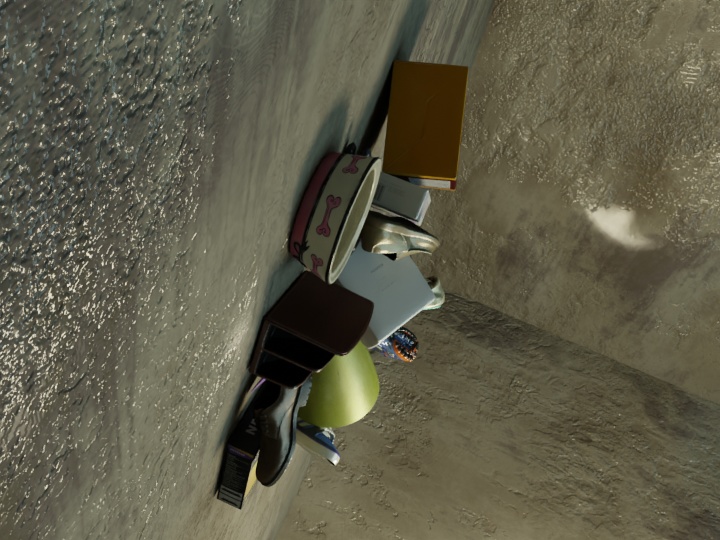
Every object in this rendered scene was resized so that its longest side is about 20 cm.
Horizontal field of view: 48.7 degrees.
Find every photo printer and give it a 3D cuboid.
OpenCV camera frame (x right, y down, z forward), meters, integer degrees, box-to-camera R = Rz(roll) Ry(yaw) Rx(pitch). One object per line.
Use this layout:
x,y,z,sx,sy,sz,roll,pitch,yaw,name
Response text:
0.021,0.012,1.417,0.166,0.201,0.069,-34,-178,-30,photo printer

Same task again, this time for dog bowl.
-0.039,-0.085,1.179,0.200,0.073,0.202,22,90,-84,dog bowl

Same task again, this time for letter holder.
-0.069,0.103,1.270,0.200,0.141,0.101,-56,167,-64,letter holder

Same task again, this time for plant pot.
-0.061,0.166,1.526,0.201,0.186,0.188,85,24,-45,plant pot

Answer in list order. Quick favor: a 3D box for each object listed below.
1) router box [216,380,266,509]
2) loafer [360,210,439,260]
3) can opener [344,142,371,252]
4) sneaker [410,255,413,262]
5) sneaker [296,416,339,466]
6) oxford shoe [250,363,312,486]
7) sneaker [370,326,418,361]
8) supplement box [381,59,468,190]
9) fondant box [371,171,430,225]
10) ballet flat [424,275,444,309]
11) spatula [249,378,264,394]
-0.180,0.293,1.405,0.200,0.052,0.158,-61,170,-50,router box
0.062,-0.054,1.374,0.199,0.076,0.068,14,107,-49,loafer
-0.024,-0.112,1.303,0.079,0.063,0.201,-63,163,-62,can opener
0.064,0.038,1.608,0.201,0.070,0.076,119,-20,-44,sneaker
-0.083,0.284,1.594,0.147,0.199,0.081,-51,137,-16,sneaker
-0.145,0.244,1.270,0.084,0.072,0.202,14,86,-40,oxford shoe
0.029,0.122,1.572,0.078,0.200,0.076,-15,-139,40,sneaker
0.122,-0.261,1.471,0.200,0.132,0.199,5,91,-84,supplement box
0.051,-0.137,1.453,0.200,0.143,0.059,-7,119,-83,fondant box
0.070,0.050,1.504,0.199,0.070,0.070,-13,144,-25,ballet flat
-0.135,0.131,1.351,0.057,0.020,0.201,-49,-169,42,spatula
